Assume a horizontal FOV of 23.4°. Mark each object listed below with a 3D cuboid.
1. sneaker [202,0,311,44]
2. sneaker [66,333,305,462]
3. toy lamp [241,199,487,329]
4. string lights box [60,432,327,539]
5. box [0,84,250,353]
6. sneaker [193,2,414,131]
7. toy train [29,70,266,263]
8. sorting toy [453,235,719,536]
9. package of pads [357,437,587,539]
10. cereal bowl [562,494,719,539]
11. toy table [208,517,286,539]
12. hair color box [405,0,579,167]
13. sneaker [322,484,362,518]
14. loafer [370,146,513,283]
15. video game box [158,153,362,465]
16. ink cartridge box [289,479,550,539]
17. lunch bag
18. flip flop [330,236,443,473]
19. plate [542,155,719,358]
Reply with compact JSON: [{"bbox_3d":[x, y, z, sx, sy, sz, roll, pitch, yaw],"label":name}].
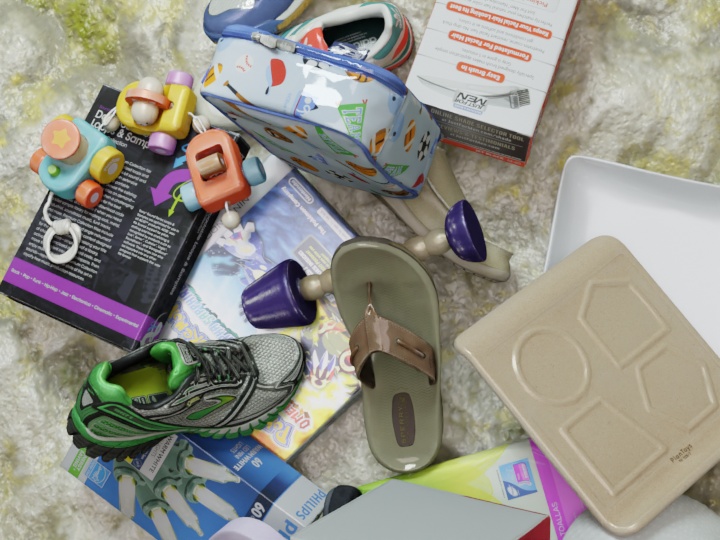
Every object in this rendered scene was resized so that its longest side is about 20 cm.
[{"bbox_3d":[-0.061,-0.272,1.446,0.200,0.088,0.075,-41,50,-4],"label":"sneaker"},{"bbox_3d":[-0.126,0.089,1.355,0.200,0.085,0.078,-17,61,-32],"label":"sneaker"},{"bbox_3d":[0.000,0.000,1.383,0.199,0.058,0.058,-18,83,16],"label":"toy lamp"},{"bbox_3d":[-0.134,0.172,1.419,0.200,0.059,0.103,35,117,8],"label":"string lights box"},{"bbox_3d":[-0.195,-0.043,1.447,0.143,0.036,0.200,22,82,23],"label":"box"},{"bbox_3d":[-0.053,-0.176,1.443,0.199,0.093,0.071,-20,83,3],"label":"sneaker"},{"bbox_3d":[-0.183,-0.088,1.409,0.199,0.056,0.151,-18,67,11],"label":"toy train"},{"bbox_3d":[0.194,0.087,1.353,0.185,0.037,0.200,-34,75,-32],"label":"sorting toy"},{"bbox_3d":[0.112,0.222,1.402,0.199,0.068,0.155,-16,83,7],"label":"package of pads"},{"bbox_3d":[0.242,0.260,1.322,0.083,0.200,0.201,-25,80,48],"label":"cereal bowl"},{"bbox_3d":[-0.104,0.300,1.338,0.183,0.117,0.201,12,127,40],"label":"toy table"},{"bbox_3d":[0.114,-0.197,1.418,0.111,0.064,0.201,18,69,7],"label":"hair color box"},{"bbox_3d":[-0.038,0.259,1.382,0.087,0.074,0.201,6,115,14],"label":"sneaker"},{"bbox_3d":[0.054,-0.067,1.431,0.200,0.076,0.068,41,96,8],"label":"loafer"},{"bbox_3d":[-0.068,0.032,1.451,0.182,0.047,0.200,-44,82,3],"label":"video game box"},{"bbox_3d":[0.044,0.280,1.279,0.145,0.145,0.201,8,106,31],"label":"ink cartridge box"},{"bbox_3d":[-0.032,-0.121,1.326,0.160,0.200,0.076,20,82,20],"label":"lunch bag"},{"bbox_3d":[0.023,0.070,1.347,0.081,0.058,0.201,-4,108,10],"label":"flip flop"},{"bbox_3d":[0.245,0.022,1.425,0.199,0.032,0.201,12,86,6],"label":"plate"}]
